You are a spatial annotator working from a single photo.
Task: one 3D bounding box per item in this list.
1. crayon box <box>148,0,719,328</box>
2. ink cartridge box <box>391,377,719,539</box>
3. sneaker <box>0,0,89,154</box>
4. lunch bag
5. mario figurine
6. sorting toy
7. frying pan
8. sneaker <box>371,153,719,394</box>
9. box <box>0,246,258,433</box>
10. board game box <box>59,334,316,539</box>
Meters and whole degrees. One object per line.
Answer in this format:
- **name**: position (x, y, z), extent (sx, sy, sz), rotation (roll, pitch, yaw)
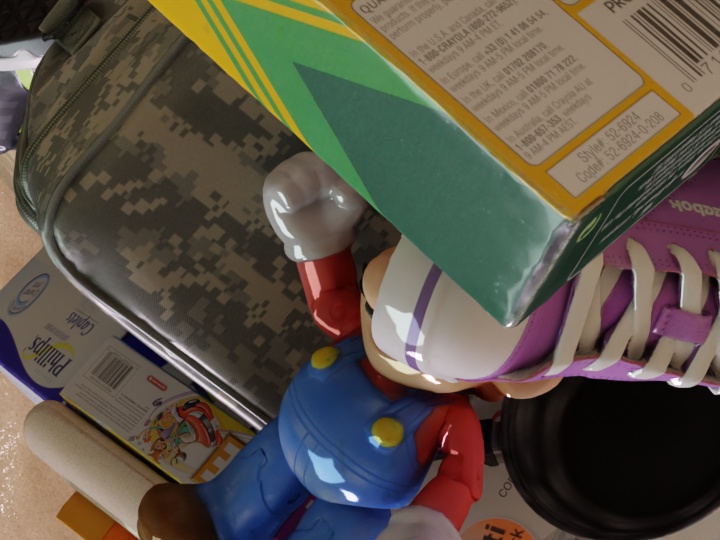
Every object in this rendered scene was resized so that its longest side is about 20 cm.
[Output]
- **crayon box**: position (0.012, -0.093, 0.506), extent (0.200, 0.126, 0.052), rotation (43, 143, 14)
- **ink cartridge box**: position (0.108, 0.124, 0.857), extent (0.200, 0.146, 0.145), rotation (35, 170, 1)
- **sneaker**: position (-0.170, -0.099, 0.898), extent (0.199, 0.072, 0.083), rotation (-4, 141, 41)
- **lunch bag**: position (-0.036, -0.029, 0.751), extent (0.200, 0.139, 0.168), rotation (39, -174, -25)
- **mario figurine**: position (-0.003, 0.038, 0.629), extent (0.123, 0.200, 0.106), rotation (35, -164, -7)
- **sorting toy**: position (-0.051, 0.152, 0.804), extent (0.185, 0.037, 0.200), rotation (30, 161, 35)
- **frying pan**: position (0.079, 0.076, 0.751), extent (0.031, 0.189, 0.115), rotation (49, -167, -50)
- **sneaker**: position (0.100, 0.008, 0.540), extent (0.114, 0.073, 0.200), rotation (33, -152, 34)
- **box**: position (-0.084, 0.078, 0.974), extent (0.200, 0.105, 0.184), rotation (47, 168, -25)
- **board game box**: position (-0.023, 0.115, 0.770), extent (0.200, 0.034, 0.135), rotation (30, 162, 35)
